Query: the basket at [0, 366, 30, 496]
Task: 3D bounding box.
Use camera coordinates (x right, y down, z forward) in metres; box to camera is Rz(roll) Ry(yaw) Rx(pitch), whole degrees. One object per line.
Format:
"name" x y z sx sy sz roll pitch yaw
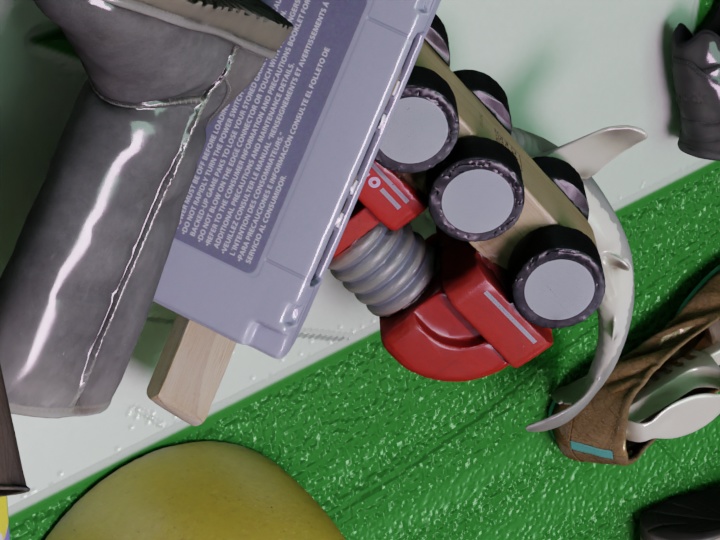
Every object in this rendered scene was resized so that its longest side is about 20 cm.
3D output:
"basket" -0.221 -0.009 0.848 0.179 0.136 0.201 -1 82 -32

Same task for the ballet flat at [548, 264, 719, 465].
"ballet flat" 0.201 0.056 1.300 0.199 0.072 0.068 -31 126 -27

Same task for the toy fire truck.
"toy fire truck" 0.000 0.000 1.085 0.200 0.129 0.176 -36 117 19

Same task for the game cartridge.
"game cartridge" -0.054 -0.077 0.999 0.201 0.133 0.041 -66 174 11

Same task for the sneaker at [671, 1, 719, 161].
"sneaker" 0.258 -0.141 1.275 0.200 0.076 0.091 -33 119 -28

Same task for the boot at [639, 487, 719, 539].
"boot" 0.255 0.213 1.405 0.199 0.073 0.152 -8 110 -34

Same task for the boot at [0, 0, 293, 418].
"boot" -0.119 -0.036 0.918 0.201 0.072 0.182 -56 150 10

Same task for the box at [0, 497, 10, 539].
"box" -0.217 0.068 0.975 0.117 0.048 0.201 -17 115 -34

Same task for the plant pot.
"plant pot" -0.057 0.203 1.095 0.199 0.142 0.201 -16 117 -35

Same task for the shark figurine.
"shark figurine" 0.112 -0.019 1.199 0.128 0.090 0.215 -25 119 9
